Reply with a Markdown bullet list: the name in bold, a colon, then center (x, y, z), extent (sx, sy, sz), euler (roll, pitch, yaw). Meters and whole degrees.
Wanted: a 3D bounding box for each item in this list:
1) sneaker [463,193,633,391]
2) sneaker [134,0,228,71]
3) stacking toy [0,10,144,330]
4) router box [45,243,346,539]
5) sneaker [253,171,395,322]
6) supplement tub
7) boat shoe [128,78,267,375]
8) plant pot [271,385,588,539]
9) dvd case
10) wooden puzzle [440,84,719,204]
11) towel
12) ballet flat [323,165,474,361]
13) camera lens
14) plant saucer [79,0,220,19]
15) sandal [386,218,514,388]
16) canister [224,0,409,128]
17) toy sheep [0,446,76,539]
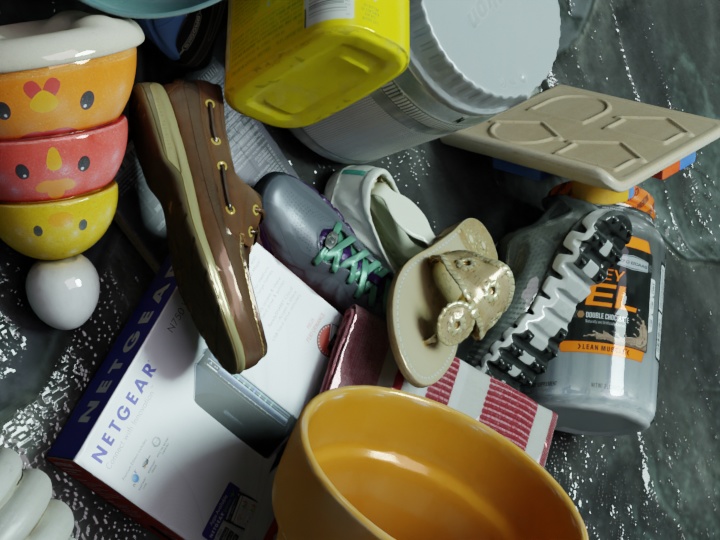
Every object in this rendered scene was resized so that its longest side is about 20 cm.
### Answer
- **sneaker**: center (0.132, 0.021, 1.131), extent (0.201, 0.090, 0.066), euler (-54, 137, 1)
- **sneaker**: center (-0.102, -0.230, 1.041), extent (0.083, 0.070, 0.201), euler (57, 47, -41)
- **stacking toy**: center (-0.198, -0.060, 0.898), extent (0.145, 0.145, 0.203), euler (-21, 111, -40)
- **router box**: center (-0.093, 0.095, 0.973), extent (0.179, 0.049, 0.202), euler (40, 65, -27)
- **sneaker**: center (0.000, 0.000, 1.034), extent (0.200, 0.087, 0.075), euler (51, 55, -33)
- **supplement tub**: center (0.199, 0.032, 1.196), extent (0.121, 0.122, 0.203), euler (20, 68, -35)
- **boat shoe**: center (-0.093, -0.034, 0.912), extent (0.067, 0.072, 0.203), euler (-14, 79, -22)
- **plant pot**: center (0.018, 0.207, 0.890), extent (0.198, 0.200, 0.185), euler (7, 117, -38)
- **dvd case**: center (-0.098, -0.037, 1.028), extent (0.201, 0.016, 0.149), euler (54, 53, -20)
- **wooden puzzle**: center (0.195, -0.106, 1.195), extent (0.199, 0.184, 0.047), euler (-22, 121, -41)
- **towel**: center (0.049, 0.132, 1.016), extent (0.198, 0.023, 0.146), euler (28, 71, -25)
- **ballet flat**: center (0.046, -0.002, 1.111), extent (0.201, 0.069, 0.070), euler (53, 54, -19)
- **camera lens**: center (0.030, -0.175, 1.044), extent (0.158, 0.199, 0.163), euler (9, 75, -38)
- **plant saucer**: center (-0.119, -0.249, 0.897), extent (0.036, 0.197, 0.203), euler (51, 42, -70)
- **sandal**: center (0.082, 0.006, 1.024), extent (0.078, 0.069, 0.212), euler (59, 28, -13)
- **canister**: center (-0.029, -0.213, 0.931), extent (0.086, 0.148, 0.203), euler (18, 62, -37)
- **toy sheep**: center (-0.233, 0.159, 0.805), extent (0.138, 0.137, 0.201), euler (-44, 104, -36)
